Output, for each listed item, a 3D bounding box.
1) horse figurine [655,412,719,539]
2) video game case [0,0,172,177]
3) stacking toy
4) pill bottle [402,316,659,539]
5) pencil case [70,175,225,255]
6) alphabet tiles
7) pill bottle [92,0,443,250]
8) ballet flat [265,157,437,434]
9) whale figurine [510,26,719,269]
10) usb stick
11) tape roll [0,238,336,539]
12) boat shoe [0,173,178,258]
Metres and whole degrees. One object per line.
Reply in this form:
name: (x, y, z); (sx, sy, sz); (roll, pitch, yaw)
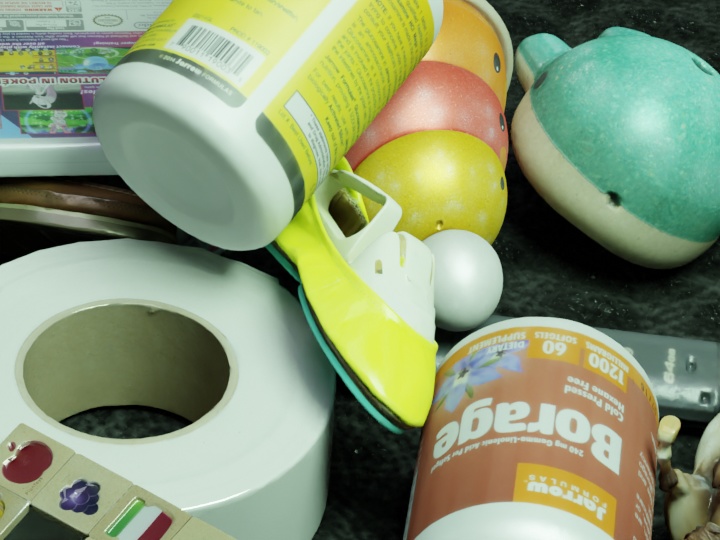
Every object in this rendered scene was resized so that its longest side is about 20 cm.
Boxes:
horse figurine: (0.183, 0.080, 1.347); (0.050, 0.133, 0.200); (15, 50, 23)
video game case: (-0.173, -0.108, 1.473); (0.199, 0.023, 0.183); (-1, 38, -11)
stacking toy: (0.030, -0.042, 1.463); (0.145, 0.147, 0.201); (-6, 47, -14)
pill bottle: (0.075, 0.122, 1.271); (0.111, 0.113, 0.200); (7, 38, 3)
pencil case: (-0.149, -0.075, 1.519); (0.199, 0.083, 0.091); (25, 61, 24)
alphabet tiles: (-0.143, 0.165, 1.188); (0.167, 0.008, 0.200); (26, 57, 27)
pill bottle: (-0.031, -0.115, 1.383); (0.112, 0.113, 0.200); (26, 61, 25)
ballet flat: (0.000, 0.000, 1.353); (0.067, 0.067, 0.200); (-45, 33, 8)
whale figurine: (0.159, -0.088, 1.541); (0.159, 0.104, 0.200); (37, 28, -4)
usb stick: (0.091, 0.048, 1.431); (0.199, 0.033, 0.056); (7, 37, 2)
tape roll: (-0.111, 0.072, 1.348); (0.201, 0.071, 0.203); (3, 38, -2)
boat shoe: (-0.184, -0.046, 1.455); (0.199, 0.072, 0.068); (8, 70, 14)
